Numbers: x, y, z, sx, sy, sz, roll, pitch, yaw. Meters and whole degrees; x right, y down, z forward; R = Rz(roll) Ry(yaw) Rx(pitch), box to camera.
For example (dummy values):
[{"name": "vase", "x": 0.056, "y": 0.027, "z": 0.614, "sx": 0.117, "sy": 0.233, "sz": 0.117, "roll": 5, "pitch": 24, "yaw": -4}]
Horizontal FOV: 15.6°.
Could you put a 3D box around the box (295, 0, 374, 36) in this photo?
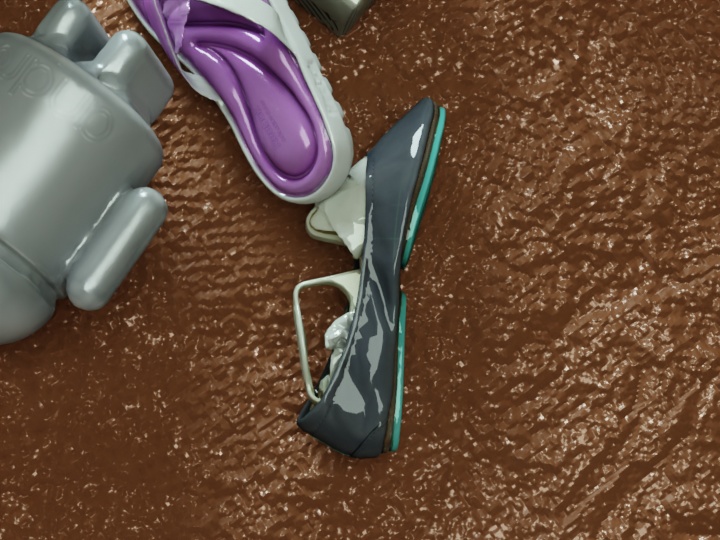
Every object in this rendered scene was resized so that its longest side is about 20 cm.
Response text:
[{"name": "box", "x": -0.059, "y": -0.224, "z": 1.439, "sx": 0.200, "sy": 0.068, "sz": 0.082, "roll": 40, "pitch": 79, "yaw": 1}]

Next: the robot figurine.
[{"name": "robot figurine", "x": -0.182, "y": -0.044, "z": 1.375, "sx": 0.170, "sy": 0.113, "sz": 0.200, "roll": 29, "pitch": 78, "yaw": 27}]

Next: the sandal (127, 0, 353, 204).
[{"name": "sandal", "x": -0.074, "y": -0.124, "z": 1.403, "sx": 0.082, "sy": 0.050, "sz": 0.203, "roll": -46, "pitch": 75, "yaw": 29}]

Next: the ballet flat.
[{"name": "ballet flat", "x": 0.000, "y": 0.000, "z": 1.414, "sx": 0.073, "sy": 0.073, "sz": 0.200, "roll": 9, "pitch": 83, "yaw": -5}]
